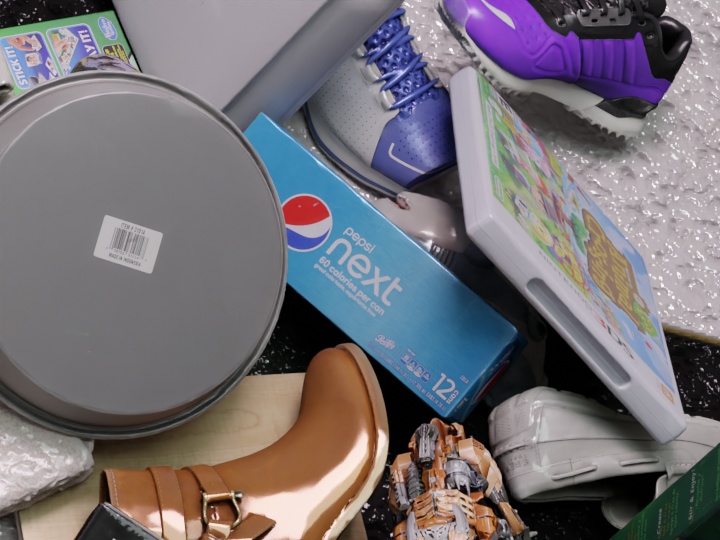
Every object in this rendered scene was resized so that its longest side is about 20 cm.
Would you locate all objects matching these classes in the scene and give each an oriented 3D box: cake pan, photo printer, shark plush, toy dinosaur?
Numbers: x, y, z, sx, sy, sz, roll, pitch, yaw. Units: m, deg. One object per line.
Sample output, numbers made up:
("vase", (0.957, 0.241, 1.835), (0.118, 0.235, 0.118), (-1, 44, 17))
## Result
("cake pan", (-0.129, -0.010, 1.422), (0.200, 0.037, 0.201), (1, 87, -20))
("photo printer", (-0.058, -0.183, 1.564), (0.069, 0.200, 0.167), (3, 55, -45))
("shark plush", (0.065, 0.044, 1.591), (0.083, 0.091, 0.200), (-20, 90, -10))
("toy dinosaur", (0.056, 0.136, 1.447), (0.200, 0.102, 0.136), (-50, 129, -56))

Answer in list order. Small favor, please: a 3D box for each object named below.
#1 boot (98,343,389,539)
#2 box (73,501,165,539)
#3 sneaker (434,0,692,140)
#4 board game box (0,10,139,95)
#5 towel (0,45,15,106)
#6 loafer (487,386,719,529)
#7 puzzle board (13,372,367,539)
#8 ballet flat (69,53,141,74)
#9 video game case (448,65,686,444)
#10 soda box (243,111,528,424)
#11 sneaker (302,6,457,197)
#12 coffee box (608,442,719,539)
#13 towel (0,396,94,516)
("boot", (-0.066, 0.119, 1.444), (0.154, 0.074, 0.200), (8, 56, -13))
("box", (-0.093, 0.237, 1.353), (0.200, 0.049, 0.160), (33, 83, -1))
("sneaker", (0.134, -0.156, 1.651), (0.200, 0.100, 0.070), (18, 31, -46))
("board game box", (-0.172, -0.054, 1.549), (0.134, 0.029, 0.200), (-13, 66, -29))
("towel", (-0.294, -0.111, 1.468), (0.192, 0.035, 0.200), (-25, 68, 4))
("loafer", (0.159, 0.119, 1.548), (0.200, 0.070, 0.070), (11, 61, -31))
("puzzle board", (-0.096, 0.131, 1.477), (0.200, 0.017, 0.151), (-3, 63, -23))
("ballet flat", (-0.130, -0.051, 1.505), (0.072, 0.072, 0.201), (6, 58, -19))
("video game case", (0.119, -0.013, 1.550), (0.182, 0.022, 0.200), (47, 18, -22))
("soda box", (0.000, 0.000, 1.538), (0.200, 0.064, 0.068), (41, 90, 12))
("sneaker", (-0.001, -0.148, 1.624), (0.080, 0.115, 0.200), (-30, 75, -33))
("coffee box", (0.212, 0.161, 1.474), (0.123, 0.200, 0.044), (15, 59, -15))
("towel", (-0.251, 0.091, 1.413), (0.200, 0.034, 0.133), (-26, 71, -27))
